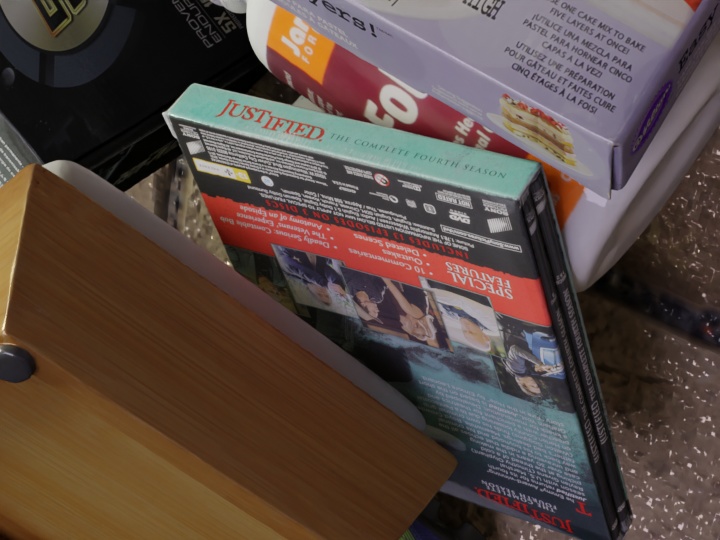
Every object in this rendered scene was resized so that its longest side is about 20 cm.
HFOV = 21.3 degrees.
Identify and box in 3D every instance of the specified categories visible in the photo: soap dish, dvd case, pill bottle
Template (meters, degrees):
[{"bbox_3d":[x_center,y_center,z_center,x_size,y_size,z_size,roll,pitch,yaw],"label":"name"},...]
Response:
[{"bbox_3d":[-0.088,0.064,0.714,0.199,0.082,0.157,36,134,-24],"label":"soap dish"},{"bbox_3d":[0.019,0.021,0.707,0.145,0.022,0.201,15,144,31],"label":"dvd case"},{"bbox_3d":[0.032,-0.094,0.688,0.199,0.114,0.115,37,130,12],"label":"pill bottle"}]

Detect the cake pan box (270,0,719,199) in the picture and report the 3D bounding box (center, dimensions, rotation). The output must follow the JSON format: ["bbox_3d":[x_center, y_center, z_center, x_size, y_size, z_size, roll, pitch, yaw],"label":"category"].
[{"bbox_3d":[0.045,-0.152,0.614,0.199,0.185,0.052,32,169,16],"label":"cake pan box"}]

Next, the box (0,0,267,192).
[{"bbox_3d":[-0.151,-0.120,0.769,0.200,0.164,0.086,51,132,1],"label":"box"}]

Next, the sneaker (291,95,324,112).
[{"bbox_3d":[0.000,0.000,0.797,0.070,0.081,0.201,13,141,16],"label":"sneaker"}]

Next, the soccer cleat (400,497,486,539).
[{"bbox_3d":[-0.037,0.107,0.831,0.199,0.084,0.065,32,164,-9],"label":"soccer cleat"}]
